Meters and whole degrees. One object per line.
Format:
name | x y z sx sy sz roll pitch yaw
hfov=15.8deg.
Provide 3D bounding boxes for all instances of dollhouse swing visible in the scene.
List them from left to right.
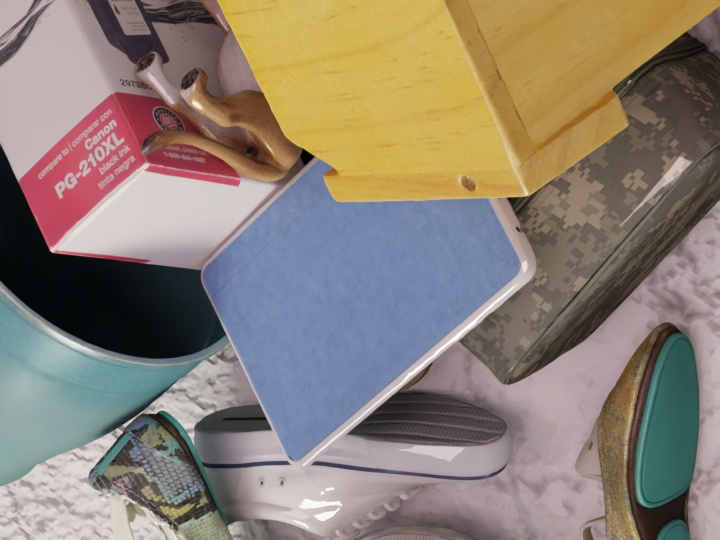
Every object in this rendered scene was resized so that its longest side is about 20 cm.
dollhouse swing | 0.052 -0.165 1.224 0.181 0.176 0.200 0 126 44

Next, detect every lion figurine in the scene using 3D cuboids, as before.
lion figurine | -0.051 -0.102 1.367 0.072 0.200 0.122 -19 130 38

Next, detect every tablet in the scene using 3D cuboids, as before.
tablet | 0.000 0.000 1.340 0.200 0.014 0.130 -42 65 36

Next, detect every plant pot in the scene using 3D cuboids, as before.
plant pot | -0.191 0.020 1.472 0.200 0.200 0.188 49 128 6

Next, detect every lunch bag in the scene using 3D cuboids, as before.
lunch bag | 0.089 -0.062 1.360 0.168 0.139 0.200 46 115 12

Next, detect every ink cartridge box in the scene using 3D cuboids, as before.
ink cartridge box | -0.132 -0.107 1.403 0.084 0.145 0.200 -39 64 27

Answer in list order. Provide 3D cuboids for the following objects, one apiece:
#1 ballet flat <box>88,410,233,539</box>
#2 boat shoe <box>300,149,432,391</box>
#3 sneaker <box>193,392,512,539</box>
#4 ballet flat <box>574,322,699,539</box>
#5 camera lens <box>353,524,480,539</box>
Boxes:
ballet flat | -0.097 0.168 1.481 0.074 0.074 0.200 -13 123 24
boat shoe | -0.016 -0.023 1.445 0.072 0.072 0.201 -13 95 24
sneaker | -0.001 0.114 1.476 0.199 0.073 0.071 -1 110 32
ballet flat | 0.149 0.127 1.416 0.070 0.071 0.201 0 101 22
camera lens | 0.020 0.241 1.407 0.159 0.200 0.161 4 108 13
